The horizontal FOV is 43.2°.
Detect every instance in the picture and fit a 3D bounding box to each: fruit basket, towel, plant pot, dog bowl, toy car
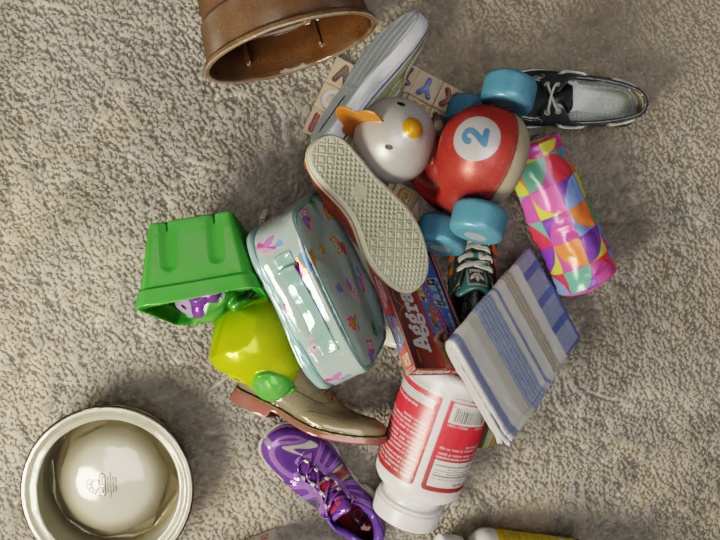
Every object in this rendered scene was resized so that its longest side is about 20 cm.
[{"bbox_3d":[-0.151,0.052,1.010,0.153,0.216,0.219,-9,96,1],"label":"fruit basket"},{"bbox_3d":[0.181,0.085,1.064,0.200,0.024,0.148,-44,110,-38],"label":"towel"},{"bbox_3d":[-0.105,-0.335,0.999,0.197,0.200,0.201,-18,89,-4],"label":"plant pot"},{"bbox_3d":[-0.296,0.252,1.084,0.197,0.074,0.204,-1,96,-6],"label":"dog bowl"},{"bbox_3d":[0.067,-0.140,1.006,0.198,0.177,0.187,19,77,-18],"label":"toy car"}]

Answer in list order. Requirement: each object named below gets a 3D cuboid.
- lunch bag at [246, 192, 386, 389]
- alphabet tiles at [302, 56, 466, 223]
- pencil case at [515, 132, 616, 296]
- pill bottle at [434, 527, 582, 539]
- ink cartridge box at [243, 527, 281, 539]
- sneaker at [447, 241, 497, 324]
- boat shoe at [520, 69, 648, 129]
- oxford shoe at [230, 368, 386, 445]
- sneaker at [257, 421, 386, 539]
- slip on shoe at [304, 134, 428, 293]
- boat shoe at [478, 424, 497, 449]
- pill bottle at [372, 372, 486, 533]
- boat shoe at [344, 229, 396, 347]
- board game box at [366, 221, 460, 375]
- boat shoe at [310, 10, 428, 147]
[{"bbox_3d":[-0.048,0.019,0.993,0.076,0.161,0.202,-24,101,19],"label":"lunch bag"},{"bbox_3d":[0.038,-0.170,1.112,0.198,0.008,0.169,26,92,-8],"label":"alphabet tiles"},{"bbox_3d":[0.240,-0.070,1.108,0.087,0.088,0.202,-25,95,-3],"label":"pencil case"},{"bbox_3d":[0.189,0.381,1.128,0.197,0.111,0.113,9,94,-7],"label":"pill bottle"},{"bbox_3d":[-0.147,0.410,1.087,0.197,0.129,0.127,-20,97,-5],"label":"ink cartridge box"},{"bbox_3d":[0.139,-0.003,1.100,0.070,0.080,0.203,2,92,-7],"label":"sneaker"},{"bbox_3d":[0.250,-0.210,1.104,0.197,0.060,0.077,-3,96,-6],"label":"boat shoe"},{"bbox_3d":[-0.057,0.153,1.084,0.197,0.070,0.076,18,88,9],"label":"oxford shoe"},{"bbox_3d":[-0.039,0.262,1.107,0.200,0.083,0.081,42,90,-7],"label":"sneaker"},{"bbox_3d":[0.007,-0.062,1.004,0.074,0.061,0.201,-41,101,-12],"label":"slip on shoe"},{"bbox_3d":[0.192,0.128,1.130,0.075,0.072,0.203,14,95,-21],"label":"boat shoe"},{"bbox_3d":[0.084,0.206,1.095,0.111,0.112,0.203,17,102,-7],"label":"pill bottle"},{"bbox_3d":[0.002,-0.002,1.094,0.072,0.060,0.203,-32,97,26],"label":"boat shoe"},{"bbox_3d":[0.062,0.026,1.049,0.102,0.019,0.202,4,56,-41],"label":"board game box"},{"bbox_3d":[0.019,-0.213,1.078,0.062,0.072,0.201,35,96,-31],"label":"boat shoe"}]
